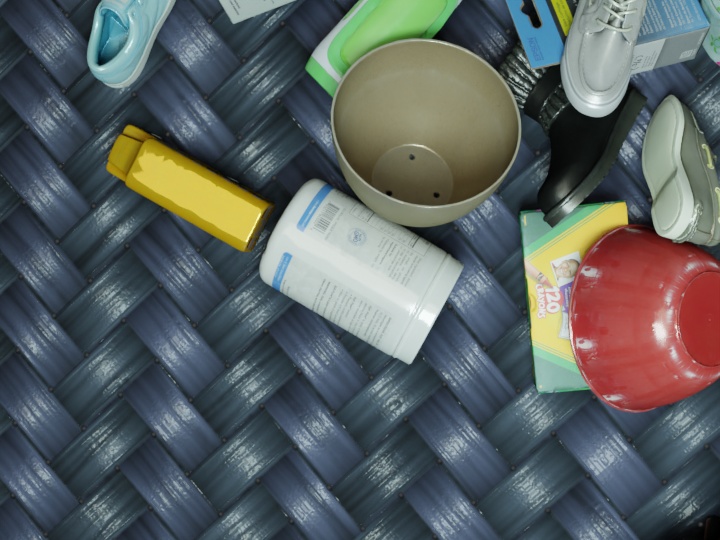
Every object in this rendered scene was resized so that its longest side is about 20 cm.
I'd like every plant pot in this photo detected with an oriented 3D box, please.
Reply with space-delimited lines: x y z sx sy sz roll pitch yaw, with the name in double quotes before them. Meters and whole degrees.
"plant pot" 0.064 -0.127 1.160 0.197 0.135 0.203 1 66 -3

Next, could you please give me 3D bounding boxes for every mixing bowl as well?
"mixing bowl" 0.324 0.051 1.117 0.197 0.108 0.204 1 88 -29

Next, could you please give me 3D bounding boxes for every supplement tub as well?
"supplement tub" 0.000 0.000 1.187 0.198 0.132 0.133 31 95 4

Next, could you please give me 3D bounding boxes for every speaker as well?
"speaker" 0.031 -0.273 1.195 0.088 0.088 0.200 44 96 3

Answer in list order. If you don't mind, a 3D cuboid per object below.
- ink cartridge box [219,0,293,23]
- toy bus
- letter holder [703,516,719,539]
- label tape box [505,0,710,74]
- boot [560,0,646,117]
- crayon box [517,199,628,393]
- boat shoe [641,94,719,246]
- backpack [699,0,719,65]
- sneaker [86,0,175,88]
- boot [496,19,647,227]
"ink cartridge box" -0.078 -0.383 1.181 0.197 0.083 0.149 -19 67 7
"toy bus" -0.199 -0.095 1.231 0.198 0.078 0.066 29 95 4
"letter holder" 0.490 0.292 1.171 0.198 0.143 0.101 27 128 5
"label tape box" 0.247 -0.279 1.140 0.197 0.063 0.146 -14 69 -6
"boot" 0.244 -0.258 1.046 0.072 0.096 0.203 10 69 3
"crayon box" 0.244 0.029 1.197 0.117 0.058 0.204 -6 92 6
"boat shoe" 0.344 -0.106 1.138 0.059 0.204 0.072 18 137 -11
"backpack" 0.449 -0.298 1.113 0.197 0.151 0.180 -5 66 13
"sneaker" -0.259 -0.309 1.226 0.073 0.082 0.203 17 94 4
"boot" 0.202 -0.160 1.156 0.157 0.080 0.212 35 58 0
